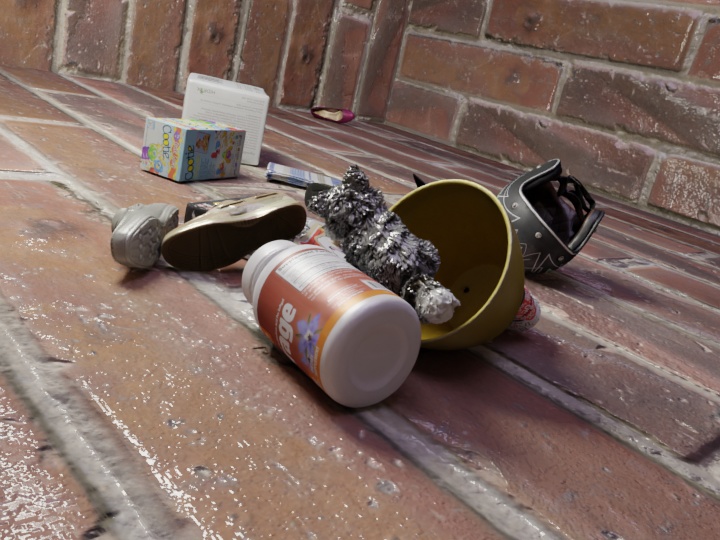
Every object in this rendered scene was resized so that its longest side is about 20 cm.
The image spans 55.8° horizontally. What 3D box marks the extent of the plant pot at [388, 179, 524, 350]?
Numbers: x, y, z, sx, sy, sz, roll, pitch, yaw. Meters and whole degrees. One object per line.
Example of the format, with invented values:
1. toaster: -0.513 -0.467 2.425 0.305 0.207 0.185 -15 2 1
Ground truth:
1. plant pot: 0.116 0.013 0.817 0.199 0.201 0.142 30 -3 43

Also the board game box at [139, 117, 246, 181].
1. board game box: -0.338 -0.249 1.391 0.102 0.106 0.200 19 17 20

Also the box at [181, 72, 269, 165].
1. box: -0.339 -0.376 1.680 0.198 0.173 0.199 9 17 -16

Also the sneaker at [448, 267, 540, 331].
1. sneaker: 0.157 0.025 0.952 0.201 0.068 0.108 25 -7 43

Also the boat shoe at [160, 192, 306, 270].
1. boat shoe: -0.171 -0.058 0.902 0.199 0.073 0.065 -21 42 -25

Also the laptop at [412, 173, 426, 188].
1. laptop: 0.207 -0.113 1.389 0.198 0.104 0.177 10 18 -13

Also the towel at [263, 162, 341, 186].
1. towel: -0.125 -0.211 1.582 0.198 0.024 0.147 13 15 -10

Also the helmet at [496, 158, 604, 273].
1. helmet: 0.330 -0.089 1.260 0.200 0.191 0.200 44 -13 13

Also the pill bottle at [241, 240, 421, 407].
1. pill bottle: -0.039 0.042 0.685 0.111 0.113 0.200 0 21 -37

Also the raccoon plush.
1. raccoon plush: 0.028 -0.036 0.695 0.097 0.134 0.200 -42 22 -17

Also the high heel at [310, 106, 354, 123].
1. high heel: -0.129 -0.710 3.095 0.198 0.068 0.096 5 2 24

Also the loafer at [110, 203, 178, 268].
1. loafer: -0.285 -0.047 0.865 0.069 0.071 0.200 5 11 -3

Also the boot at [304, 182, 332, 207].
1. boot: 0.002 -0.124 1.323 0.137 0.078 0.200 5 19 -42

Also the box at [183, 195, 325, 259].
1. box: -0.141 -0.058 1.033 0.199 0.049 0.158 22 19 23

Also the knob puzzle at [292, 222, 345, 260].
1. knob puzzle: 0.000 0.000 0.911 0.218 0.031 0.220 25 23 -11
